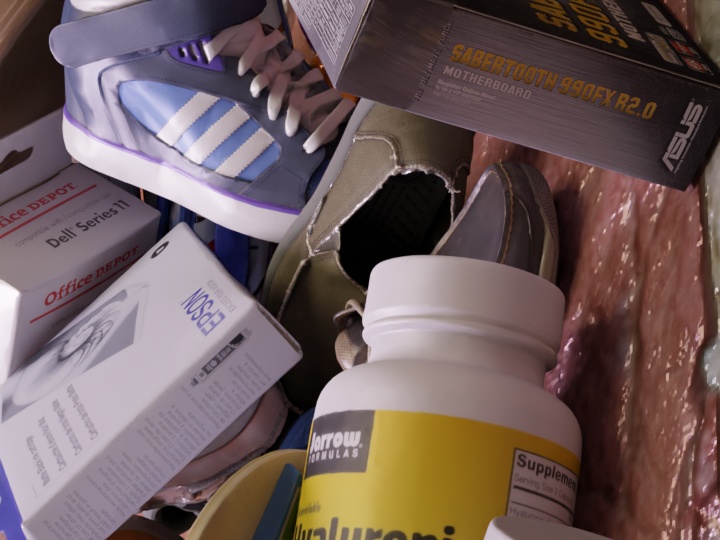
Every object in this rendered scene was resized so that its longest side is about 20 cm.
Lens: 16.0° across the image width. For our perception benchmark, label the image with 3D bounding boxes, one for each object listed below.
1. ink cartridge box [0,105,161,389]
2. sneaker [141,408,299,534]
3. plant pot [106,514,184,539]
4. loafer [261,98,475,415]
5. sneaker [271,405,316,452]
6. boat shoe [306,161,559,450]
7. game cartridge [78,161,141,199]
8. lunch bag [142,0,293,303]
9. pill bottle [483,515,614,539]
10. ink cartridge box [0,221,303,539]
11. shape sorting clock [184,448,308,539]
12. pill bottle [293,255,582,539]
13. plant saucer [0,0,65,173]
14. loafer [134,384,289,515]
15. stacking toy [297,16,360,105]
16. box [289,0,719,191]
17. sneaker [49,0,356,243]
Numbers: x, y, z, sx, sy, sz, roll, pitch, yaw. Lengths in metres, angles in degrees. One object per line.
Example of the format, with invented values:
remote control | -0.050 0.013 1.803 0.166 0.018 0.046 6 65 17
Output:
ink cartridge box | -0.172 0.022 1.359 0.067 0.117 0.201 30 129 23
sneaker | -0.065 0.086 1.346 0.200 0.074 0.080 -34 71 55
plant pot | -0.150 0.229 1.310 0.183 0.200 0.201 -46 32 23
loafer | 0.000 0.000 1.183 0.070 0.075 0.201 -88 13 -52
sneaker | -0.039 0.158 1.210 0.083 0.070 0.201 14 92 63
boat shoe | 0.025 0.043 1.121 0.075 0.073 0.201 -122 50 -62
game cartridge | -0.139 0.019 1.497 0.133 0.041 0.201 -96 3 -53
lunch bag | -0.079 -0.068 1.391 0.161 0.075 0.201 -99 12 -52
pill bottle | 0.056 0.194 0.894 0.112 0.112 0.201 30 104 68
ink cartridge box | -0.129 0.072 1.219 0.200 0.041 0.200 -44 18 -2
shape sorting clock | -0.035 0.174 1.060 0.039 0.200 0.201 0 72 27
pill bottle | 0.030 0.101 1.021 0.111 0.111 0.201 -25 53 63
plant saucer | -0.171 -0.107 1.361 0.200 0.029 0.200 -53 -11 -15
loafer | -0.087 0.086 1.273 0.200 0.063 0.072 -15 40 54
stacking toy | 0.004 -0.140 1.281 0.116 0.109 0.200 -76 4 -49
box | 0.046 -0.114 1.057 0.200 0.158 0.048 -115 44 -60
sneaker | -0.053 -0.103 1.232 0.081 0.199 0.147 -44 -32 -58
